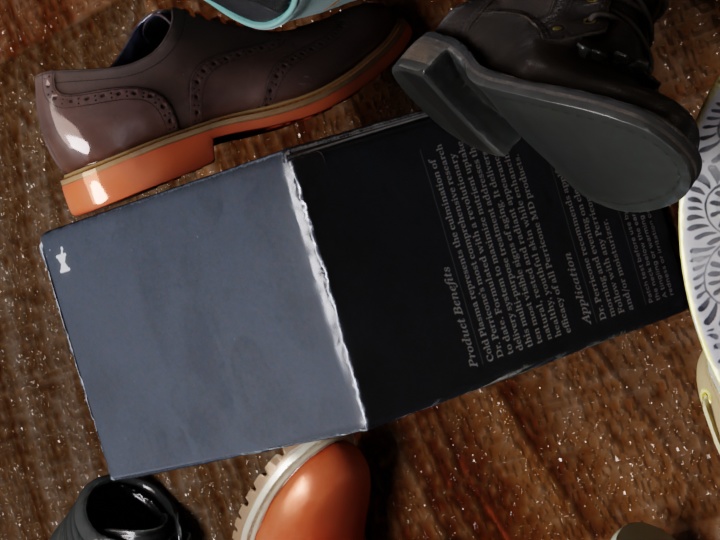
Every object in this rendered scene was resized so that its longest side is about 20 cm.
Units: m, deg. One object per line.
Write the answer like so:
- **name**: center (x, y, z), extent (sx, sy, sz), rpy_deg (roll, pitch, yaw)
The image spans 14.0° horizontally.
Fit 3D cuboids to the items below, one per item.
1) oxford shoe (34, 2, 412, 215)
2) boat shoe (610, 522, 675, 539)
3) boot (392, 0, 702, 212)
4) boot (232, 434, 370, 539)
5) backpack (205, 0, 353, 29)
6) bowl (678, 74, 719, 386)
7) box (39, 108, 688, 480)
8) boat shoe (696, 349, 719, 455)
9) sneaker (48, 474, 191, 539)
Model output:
- **oxford shoe**: center (-0.059, -0.093, 1.334), extent (0.071, 0.199, 0.073), rpy_deg (-16, 99, 53)
- **boat shoe**: center (0.150, 0.209, 1.289), extent (0.063, 0.073, 0.202), rpy_deg (-34, 81, 42)
- **boot**: center (0.109, -0.120, 1.148), extent (0.069, 0.174, 0.200), rpy_deg (46, 170, -32)
- **boot**: center (-0.009, 0.168, 1.479), extent (0.107, 0.075, 0.201), rpy_deg (37, 137, 33)
- **backpack**: center (-0.039, -0.207, 1.310), extent (0.200, 0.153, 0.177), rpy_deg (41, 134, 47)
- **bowl**: center (0.223, -0.010, 1.106), extent (0.200, 0.094, 0.202), rpy_deg (22, 120, 45)
- **box**: center (0.000, 0.000, 1.301), extent (0.200, 0.196, 0.125), rpy_deg (-16, 91, 52)
- **boat shoe**: center (0.199, 0.106, 1.205), extent (0.201, 0.074, 0.066), rpy_deg (69, 154, 9)
- **sneaker**: center (-0.114, 0.198, 1.609), extent (0.200, 0.070, 0.099), rpy_deg (55, 143, 28)
